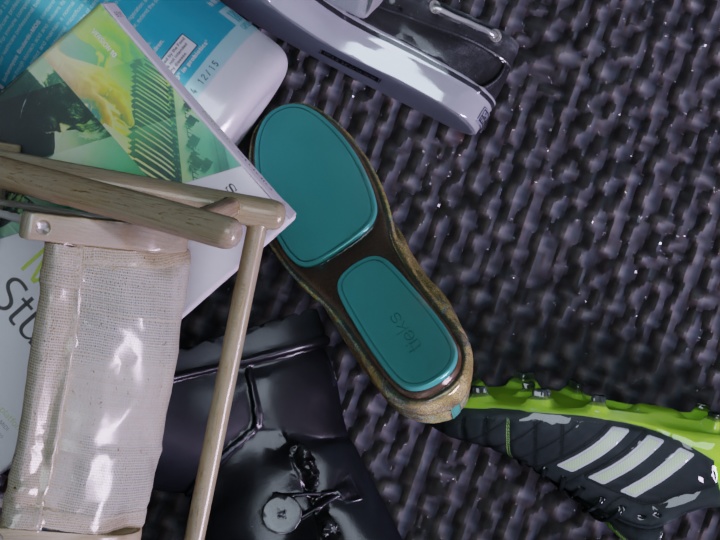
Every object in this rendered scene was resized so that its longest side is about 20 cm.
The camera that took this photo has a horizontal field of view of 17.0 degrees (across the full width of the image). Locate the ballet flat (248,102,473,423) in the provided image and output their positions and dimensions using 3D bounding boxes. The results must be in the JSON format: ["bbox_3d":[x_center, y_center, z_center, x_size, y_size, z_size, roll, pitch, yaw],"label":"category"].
[{"bbox_3d":[0.000,0.000,1.281,0.071,0.071,0.200,-29,63,-5],"label":"ballet flat"}]

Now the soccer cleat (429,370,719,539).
[{"bbox_3d":[0.130,0.104,1.290,0.200,0.068,0.081,9,98,-3],"label":"soccer cleat"}]

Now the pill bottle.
[{"bbox_3d":[-0.145,-0.127,1.264,0.200,0.111,0.111,37,84,-1],"label":"pill bottle"}]

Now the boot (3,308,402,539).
[{"bbox_3d":[-0.084,0.126,1.264,0.200,0.076,0.168,-17,83,-11],"label":"boot"}]

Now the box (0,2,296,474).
[{"bbox_3d":[-0.153,-0.015,1.201,0.200,0.036,0.144,-41,92,4],"label":"box"}]

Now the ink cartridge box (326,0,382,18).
[{"bbox_3d":[-0.040,-0.233,1.284,0.200,0.047,0.160,28,52,14],"label":"ink cartridge box"}]

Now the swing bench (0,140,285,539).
[{"bbox_3d":[-0.159,0.047,1.130,0.200,0.130,0.199,13,96,7],"label":"swing bench"}]

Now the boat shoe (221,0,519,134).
[{"bbox_3d":[-0.007,-0.149,1.293,0.199,0.074,0.068,28,83,-3],"label":"boat shoe"}]
